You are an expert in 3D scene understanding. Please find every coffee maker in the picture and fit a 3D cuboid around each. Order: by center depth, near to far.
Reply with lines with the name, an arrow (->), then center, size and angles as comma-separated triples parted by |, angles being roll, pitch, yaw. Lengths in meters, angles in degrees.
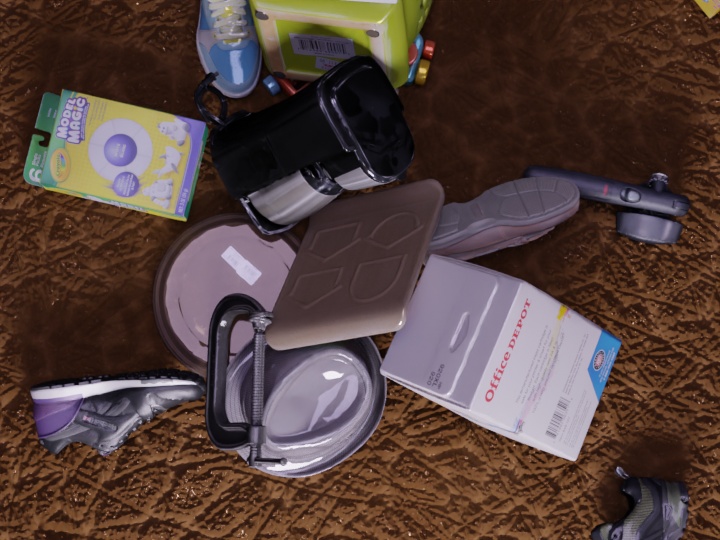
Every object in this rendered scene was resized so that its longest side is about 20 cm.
coffee maker -> -0.066, -0.152, 1.605 | 0.192, 0.199, 0.135 | 41, 49, -24

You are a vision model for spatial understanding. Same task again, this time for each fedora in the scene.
fedora -> -0.060, 0.146, 1.636 | 0.199, 0.090, 0.178 | -30, 98, -4

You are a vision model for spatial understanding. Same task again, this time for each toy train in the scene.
toy train -> -0.009, -0.244, 1.715 | 0.199, 0.056, 0.151 | -35, 86, -5

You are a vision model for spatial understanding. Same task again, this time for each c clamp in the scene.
c clamp -> -0.122, 0.119, 1.600 | 0.027, 0.170, 0.202 | 6, 76, -34

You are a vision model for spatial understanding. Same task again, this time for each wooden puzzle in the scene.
wooden puzzle -> 0.000, 0.000, 1.621 | 0.184, 0.046, 0.201 | -11, 45, 33

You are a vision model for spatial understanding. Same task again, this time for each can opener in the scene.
can opener -> 0.285, -0.089, 1.704 | 0.198, 0.063, 0.079 | 16, 84, 0

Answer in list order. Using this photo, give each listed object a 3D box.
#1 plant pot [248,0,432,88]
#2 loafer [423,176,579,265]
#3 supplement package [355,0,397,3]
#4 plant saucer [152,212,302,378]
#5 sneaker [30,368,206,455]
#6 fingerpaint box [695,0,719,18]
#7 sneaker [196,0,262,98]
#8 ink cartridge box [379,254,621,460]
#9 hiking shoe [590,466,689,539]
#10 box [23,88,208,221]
plant pot -> -0.023, -0.318, 1.624 | 0.198, 0.199, 0.183 | 9, 67, 8
loafer -> 0.157, -0.053, 1.689 | 0.198, 0.063, 0.072 | -15, 46, 5
supplement package -> -0.034, -0.380, 1.442 | 0.149, 0.200, 0.153 | 6, 74, 8
plant saucer -> -0.143, 0.031, 1.693 | 0.198, 0.029, 0.202 | 0, 83, -1
sneaker -> -0.269, 0.162, 1.660 | 0.198, 0.076, 0.088 | -6, 93, 4
fingerpaint box -> 0.422, -0.434, 1.743 | 0.167, 0.073, 0.200 | -39, 86, -7
sneaker -> -0.156, -0.306, 1.680 | 0.079, 0.131, 0.202 | -8, 84, -4
ink cartridge box -> 0.153, 0.094, 1.590 | 0.199, 0.144, 0.148 | 30, 81, -43
hiking shoe -> 0.305, 0.328, 1.659 | 0.100, 0.076, 0.201 | 14, 74, 8
box -> -0.286, -0.137, 1.699 | 0.198, 0.048, 0.118 | 12, 83, 1
